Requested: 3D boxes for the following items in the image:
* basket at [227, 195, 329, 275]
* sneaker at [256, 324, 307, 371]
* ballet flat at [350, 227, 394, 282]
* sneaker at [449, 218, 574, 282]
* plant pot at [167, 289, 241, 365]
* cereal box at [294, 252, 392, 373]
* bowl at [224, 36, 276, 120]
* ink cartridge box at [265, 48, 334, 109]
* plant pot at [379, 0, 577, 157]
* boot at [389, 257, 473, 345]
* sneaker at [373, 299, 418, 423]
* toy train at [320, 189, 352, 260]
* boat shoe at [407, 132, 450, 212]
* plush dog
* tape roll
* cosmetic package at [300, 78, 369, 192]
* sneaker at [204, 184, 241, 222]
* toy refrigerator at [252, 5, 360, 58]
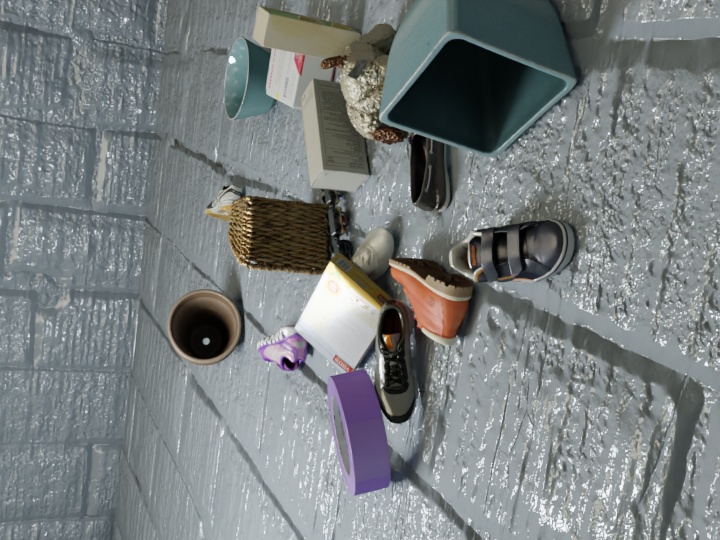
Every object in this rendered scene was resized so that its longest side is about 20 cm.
[{"bbox_3d":[-0.175,-0.066,1.698,0.142,0.196,0.153,-7,81,62],"label":"basket"},{"bbox_3d":[-0.170,0.184,1.801,0.200,0.079,0.090,-34,65,57],"label":"sneaker"},{"bbox_3d":[0.000,0.000,1.478,0.201,0.068,0.071,-54,41,48],"label":"ballet flat"},{"bbox_3d":[0.194,-0.021,1.083,0.199,0.078,0.080,-20,68,60],"label":"sneaker"},{"bbox_3d":[-0.421,0.173,2.220,0.175,0.195,0.205,111,154,-69],"label":"plant pot"},{"bbox_3d":[-0.030,0.085,1.481,0.143,0.039,0.201,41,133,10],"label":"cereal box"},{"bbox_3d":[-0.267,-0.473,2.042,0.200,0.103,0.206,-13,75,62],"label":"bowl"},{"bbox_3d":[-0.132,-0.440,1.789,0.200,0.082,0.148,40,122,58],"label":"ink cartridge box"},{"bbox_3d":[0.152,-0.309,1.097,0.196,0.192,0.204,-41,41,55],"label":"plant pot"},{"bbox_3d":[0.098,0.043,1.279,0.200,0.074,0.110,38,125,58],"label":"boot"},{"bbox_3d":[0.052,0.146,1.325,0.079,0.072,0.205,42,-136,-75],"label":"sneaker"},{"bbox_3d":[-0.045,-0.099,1.613,0.034,0.045,0.204,-32,60,44],"label":"toy train"},{"bbox_3d":[0.103,-0.193,1.309,0.067,0.056,0.205,-35,56,57],"label":"boat shoe"},{"bbox_3d":[0.016,-0.311,1.434,0.174,0.157,0.202,82,169,-45],"label":"plush dog"},{"bbox_3d":[-0.005,0.276,1.390,0.200,0.064,0.205,170,90,-79],"label":"tape roll"},{"bbox_3d":[-0.051,-0.262,1.582,0.073,0.101,0.204,-41,50,56],"label":"cosmetic package"},{"bbox_3d":[-0.377,-0.191,2.289,0.199,0.075,0.090,-5,67,60],"label":"sneaker"},{"bbox_3d":[-0.105,-0.468,1.608,0.076,0.196,0.071,51,130,54],"label":"toy refrigerator"}]
